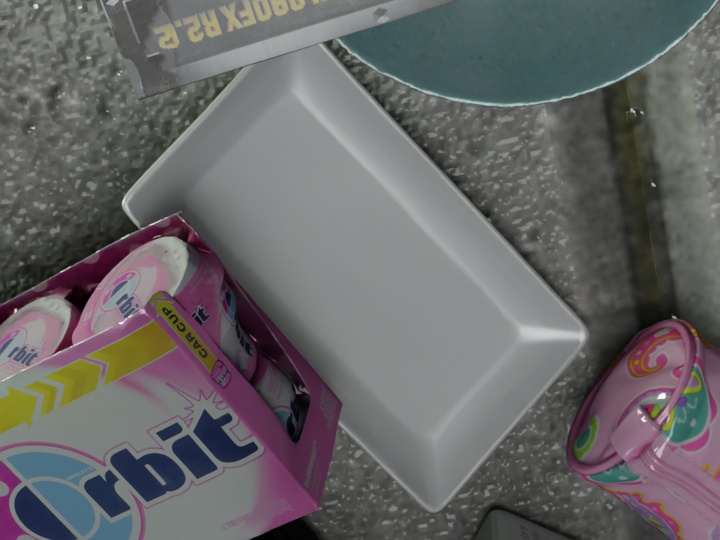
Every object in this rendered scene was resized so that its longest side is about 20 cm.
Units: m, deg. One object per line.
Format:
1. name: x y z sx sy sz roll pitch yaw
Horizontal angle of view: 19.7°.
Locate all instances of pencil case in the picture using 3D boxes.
1. pencil case: 0.185 0.107 0.910 0.200 0.088 0.087 39 108 -17

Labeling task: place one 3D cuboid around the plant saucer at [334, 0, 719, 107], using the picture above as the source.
1. plant saucer: 0.059 -0.164 0.804 0.199 0.039 0.203 -1 114 -1

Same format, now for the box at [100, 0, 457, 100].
1. box: -0.014 -0.167 0.752 0.198 0.048 0.159 -17 115 7

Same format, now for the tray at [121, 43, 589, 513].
1. tray: 0.000 0.000 0.870 0.107 0.022 0.200 -47 113 -6

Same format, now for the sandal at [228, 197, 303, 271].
1. sandal: -0.090 0.054 0.896 0.075 0.045 0.200 34 110 -15

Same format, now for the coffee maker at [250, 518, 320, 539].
1. coffee maker: -0.090 0.215 0.891 0.200 0.193 0.134 -39 130 18

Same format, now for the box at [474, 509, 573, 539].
1. box: 0.094 0.256 0.913 0.170 0.200 0.200 24 112 -10

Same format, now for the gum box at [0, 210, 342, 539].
1. gum box: -0.113 0.069 0.846 0.199 0.066 0.114 -26 120 26
